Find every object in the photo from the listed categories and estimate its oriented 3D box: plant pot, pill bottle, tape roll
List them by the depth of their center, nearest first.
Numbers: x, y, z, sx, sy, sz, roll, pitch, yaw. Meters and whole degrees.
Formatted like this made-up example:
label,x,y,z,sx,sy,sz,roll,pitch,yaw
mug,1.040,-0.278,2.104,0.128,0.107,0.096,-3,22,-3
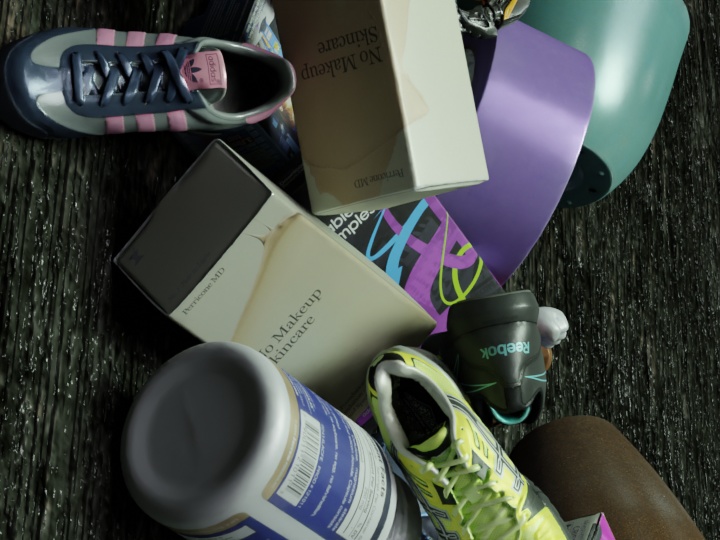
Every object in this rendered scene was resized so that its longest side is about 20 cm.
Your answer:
label,x,y,z,sx,sy,sz,roll,pitch,yaw
pill bottle,-0.048,0.131,1.458,0.200,0.115,0.116,41,40,-50
tape roll,0.087,-0.086,1.754,0.085,0.200,0.201,23,45,-13
plant pot,0.183,0.218,1.835,0.187,0.186,0.201,44,23,-46
plant pot,0.161,-0.150,1.979,0.201,0.200,0.162,45,50,-45

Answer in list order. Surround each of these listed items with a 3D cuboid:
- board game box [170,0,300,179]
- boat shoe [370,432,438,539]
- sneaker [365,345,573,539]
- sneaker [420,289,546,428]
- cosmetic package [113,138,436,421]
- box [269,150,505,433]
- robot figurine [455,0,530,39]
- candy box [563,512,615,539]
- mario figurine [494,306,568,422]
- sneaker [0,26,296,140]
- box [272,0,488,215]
label,x,y,z,sx,sy,sz,roll,pitch,yaw
board game box,-0.049,-0.102,1.660,0.200,0.061,0.200,59,29,-30
boat shoe,0.063,0.185,1.706,0.200,0.068,0.084,54,31,-35
sneaker,0.062,0.134,1.486,0.200,0.075,0.076,52,8,16
sneaker,0.083,0.069,1.586,0.200,0.075,0.080,89,-10,-79
cosmetic package,-0.050,0.014,1.512,0.073,0.104,0.200,43,4,41
box,0.000,0.000,1.624,0.200,0.143,0.036,51,-8,-37
robot figurine,0.032,-0.227,1.668,0.199,0.058,0.146,-4,57,-31
candy box,0.091,0.250,1.572,0.137,0.199,0.061,65,27,-19
mario figurine,0.093,0.085,1.775,0.200,0.105,0.124,12,81,-69
sneaker,-0.127,-0.118,1.436,0.199,0.082,0.071,-6,86,-43
box,0.007,-0.142,1.504,0.078,0.095,0.201,-8,85,-50
